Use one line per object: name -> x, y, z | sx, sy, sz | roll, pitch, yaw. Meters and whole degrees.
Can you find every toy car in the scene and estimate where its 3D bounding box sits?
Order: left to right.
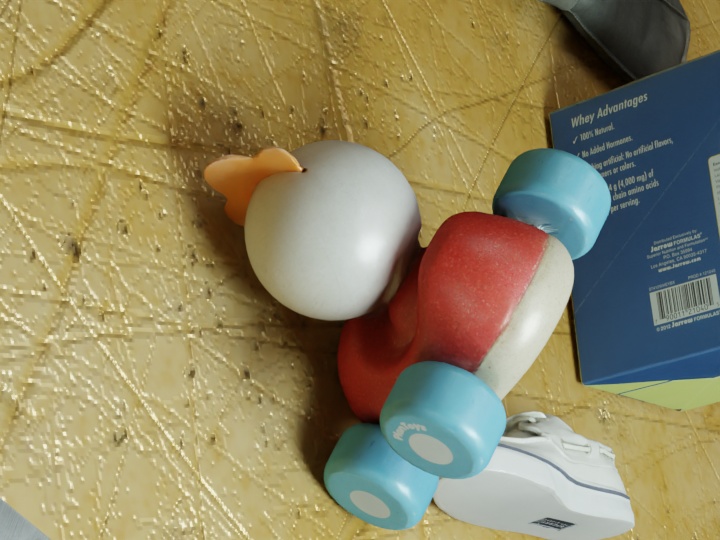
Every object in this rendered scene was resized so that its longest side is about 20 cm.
toy car -> 0.000, 0.000, 1.025 | 0.199, 0.177, 0.185 | 33, 59, -4

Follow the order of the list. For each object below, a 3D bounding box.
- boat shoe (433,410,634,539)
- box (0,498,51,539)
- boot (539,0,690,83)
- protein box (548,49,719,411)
boat shoe -> 0.105, 0.118, 1.150 | 0.199, 0.072, 0.066 | 20, 55, -49
box -> -0.189, 0.156, 0.757 | 0.200, 0.048, 0.159 | 47, 43, -31
boot -> 0.176, -0.241, 1.400 | 0.199, 0.072, 0.183 | 20, 73, -40
protein box -> 0.255, -0.030, 1.301 | 0.135, 0.198, 0.201 | 17, 62, -49
